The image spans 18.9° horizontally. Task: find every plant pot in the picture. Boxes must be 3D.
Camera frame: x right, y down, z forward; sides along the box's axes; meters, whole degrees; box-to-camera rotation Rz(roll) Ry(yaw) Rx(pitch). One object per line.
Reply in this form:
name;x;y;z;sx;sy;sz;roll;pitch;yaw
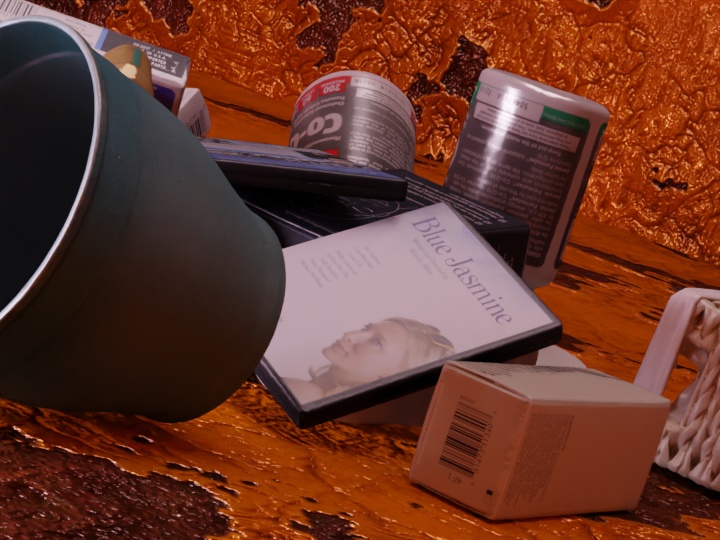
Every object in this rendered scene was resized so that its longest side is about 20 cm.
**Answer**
plant pot;-0.150;-0.008;1.193;0.188;0.201;0.200;32;-3;-43

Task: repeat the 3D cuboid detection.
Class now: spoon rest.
spoon rest;0.030;0.070;1.440;0.199;0.100;0.061;1;43;-25

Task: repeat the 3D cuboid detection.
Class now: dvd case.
dvd case;-0.066;-0.075;1.521;0.142;0.018;0.200;5;8;-20
dvd case;0.012;0.025;1.400;0.199;0.018;0.143;-17;45;-28

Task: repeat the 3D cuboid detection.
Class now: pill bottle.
pill bottle;-0.011;-0.070;1.872;0.113;0.114;0.201;17;41;-10
pill bottle;0.121;-0.055;1.766;0.112;0.201;0.113;18;7;-2

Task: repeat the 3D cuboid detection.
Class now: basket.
basket;0.309;0.103;1.650;0.123;0.136;0.199;29;13;37

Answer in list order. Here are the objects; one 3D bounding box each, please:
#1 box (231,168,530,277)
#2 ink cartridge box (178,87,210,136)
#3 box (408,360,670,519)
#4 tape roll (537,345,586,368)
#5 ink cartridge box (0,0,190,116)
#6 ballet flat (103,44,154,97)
box;0.000;0.000;1.589;0.199;0.108;0.148;-5;22;-41
ink cartridge box;-0.255;-0.110;1.900;0.199;0.057;0.163;2;34;27
box;0.117;0.106;1.366;0.068;0.083;0.200;22;7;31
tape roll;0.084;0.063;1.746;0.202;0.037;0.203;19;8;-3
ink cartridge box;-0.247;-0.120;1.722;0.197;0.201;0.044;19;46;-3
ballet flat;-0.206;-0.086;1.556;0.068;0.200;0.063;31;37;-23
